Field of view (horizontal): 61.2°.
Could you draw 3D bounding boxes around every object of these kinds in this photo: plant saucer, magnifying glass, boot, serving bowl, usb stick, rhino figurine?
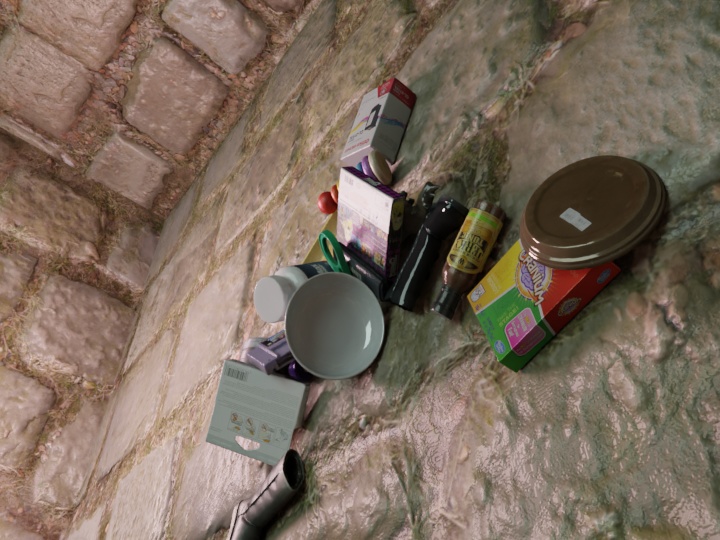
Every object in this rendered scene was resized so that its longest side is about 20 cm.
[{"bbox_3d":[0.305,-0.086,0.822,0.196,0.030,0.203,-25,37,21],"label":"plant saucer"},{"bbox_3d":[-0.033,0.009,1.254,0.022,0.204,0.080,-27,-9,-21],"label":"magnifying glass"},{"bbox_3d":[-0.182,0.478,1.191,0.199,0.072,0.185,-41,35,23],"label":"boot"},{"bbox_3d":[-0.053,0.112,1.178,0.066,0.195,0.206,124,166,-70],"label":"serving bowl"},{"bbox_3d":[-0.063,-0.037,1.463,0.203,0.048,0.200,-58,27,9],"label":"plant saucer"},{"bbox_3d":[0.000,0.000,1.240,0.032,0.057,0.199,-27,38,-19],"label":"usb stick"},{"bbox_3d":[0.099,-0.111,1.234,0.199,0.059,0.090,-37,51,40],"label":"rhino figurine"},{"bbox_3d":[0.116,-0.025,1.093,0.204,0.065,0.165,-60,1,-4],"label":"boot"}]

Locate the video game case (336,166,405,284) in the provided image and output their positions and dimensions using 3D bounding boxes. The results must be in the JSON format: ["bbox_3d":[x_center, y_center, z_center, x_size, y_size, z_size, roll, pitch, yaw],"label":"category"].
[{"bbox_3d":[0.015,-0.095,1.248,0.199,0.035,0.187,37,130,49],"label":"video game case"}]

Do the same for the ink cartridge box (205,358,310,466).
[{"bbox_3d":[-0.218,0.302,1.293,0.043,0.194,0.179,21,-96,-75],"label":"ink cartridge box"}]

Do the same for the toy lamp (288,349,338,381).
[{"bbox_3d":[-0.091,0.201,1.283,0.198,0.057,0.060,-21,47,53],"label":"toy lamp"}]

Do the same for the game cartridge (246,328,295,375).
[{"bbox_3d":[-0.143,0.152,1.323,0.197,0.039,0.129,-29,22,-24],"label":"game cartridge"}]

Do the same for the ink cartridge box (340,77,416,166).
[{"bbox_3d":[0.045,-0.359,1.534,0.144,0.082,0.205,-10,56,56],"label":"ink cartridge box"}]

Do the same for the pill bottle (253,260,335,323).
[{"bbox_3d":[-0.123,0.048,1.272,0.117,0.197,0.124,6,100,36],"label":"pill bottle"}]

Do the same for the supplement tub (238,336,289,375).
[{"bbox_3d":[-0.237,0.269,1.404,0.121,0.121,0.205,-24,44,49],"label":"supplement tub"}]

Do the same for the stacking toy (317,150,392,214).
[{"bbox_3d":[-0.023,-0.201,1.458,0.197,0.085,0.087,-29,39,25],"label":"stacking toy"}]

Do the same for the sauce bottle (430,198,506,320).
[{"bbox_3d":[0.177,-0.016,1.013,0.064,0.064,0.205,16,80,62],"label":"sauce bottle"}]

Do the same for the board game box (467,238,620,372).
[{"bbox_3d":[0.252,0.020,0.871,0.201,0.040,0.155,-51,29,21],"label":"board game box"}]
